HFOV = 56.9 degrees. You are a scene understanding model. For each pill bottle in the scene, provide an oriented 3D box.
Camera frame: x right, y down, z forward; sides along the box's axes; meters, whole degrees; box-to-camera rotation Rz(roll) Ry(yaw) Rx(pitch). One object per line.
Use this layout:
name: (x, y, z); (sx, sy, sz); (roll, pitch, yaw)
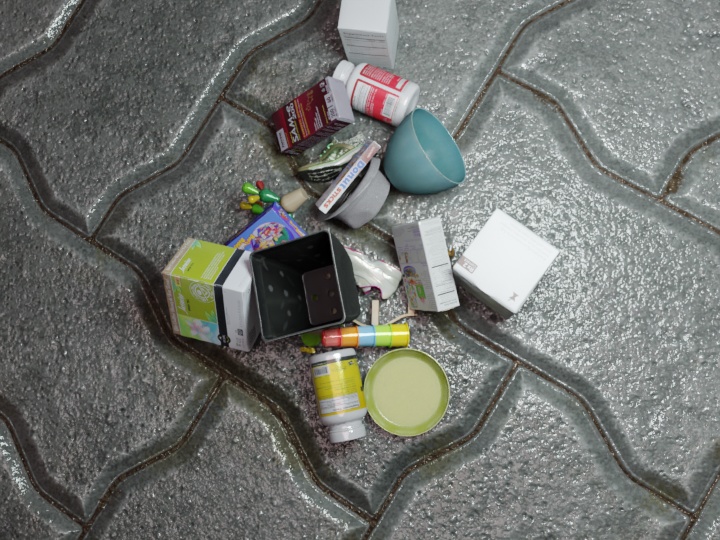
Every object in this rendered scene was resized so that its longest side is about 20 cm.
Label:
pill bottle: (0.033, -0.432, 1.609); (0.200, 0.112, 0.113); (26, 86, 10)
pill bottle: (-0.048, 0.286, 1.524); (0.112, 0.112, 0.201); (-12, 82, 5)

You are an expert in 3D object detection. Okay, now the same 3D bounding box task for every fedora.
fedora: (-0.002, -0.170, 1.574); (0.090, 0.177, 0.200); (39, 88, -19)

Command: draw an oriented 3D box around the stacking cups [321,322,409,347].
stacking cups: (0.010, 0.155, 1.536); (0.199, 0.061, 0.061); (-2, 82, -8)

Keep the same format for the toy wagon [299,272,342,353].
toy wagon: (-0.108, 0.097, 1.580); (0.155, 0.040, 0.201); (6, 86, 24)

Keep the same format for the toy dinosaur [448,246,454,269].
toy dinosaur: (0.179, -0.030, 1.536); (0.061, 0.106, 0.200); (-57, 43, 15)

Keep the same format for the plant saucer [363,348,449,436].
plant saucer: (0.108, 0.282, 1.546); (0.199, 0.031, 0.201); (-1, 83, 7)

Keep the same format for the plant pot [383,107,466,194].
plant pot: (0.133, -0.257, 1.550); (0.135, 0.200, 0.201); (-31, 78, 32)

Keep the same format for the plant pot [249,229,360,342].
plant pot: (-0.104, 0.044, 1.467); (0.199, 0.177, 0.200); (-15, 77, 20)

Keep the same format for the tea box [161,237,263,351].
tea box: (-0.328, 0.056, 1.530); (0.196, 0.200, 0.134); (13, 42, 10)

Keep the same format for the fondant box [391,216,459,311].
fondant box: (0.143, -0.012, 1.490); (0.058, 0.144, 0.201); (-14, 94, -21)

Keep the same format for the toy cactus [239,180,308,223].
toy cactus: (-0.195, -0.142, 1.600); (0.165, 0.102, 0.200); (-30, 94, 21)

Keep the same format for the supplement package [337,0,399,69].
supplement package: (0.023, -0.579, 1.585); (0.117, 0.200, 0.117); (8, 83, 8)

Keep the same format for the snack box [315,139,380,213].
snack box: (-0.031, -0.221, 1.552); (0.024, 0.072, 0.200); (39, 95, -16)

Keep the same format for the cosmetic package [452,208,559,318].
cosmetic package: (0.315, -0.009, 1.473); (0.165, 0.200, 0.165); (36, 88, 10)

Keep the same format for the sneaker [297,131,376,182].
sneaker: (-0.064, -0.282, 1.631); (0.199, 0.077, 0.089); (-19, 67, -1)

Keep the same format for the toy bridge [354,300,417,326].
toy bridge: (0.037, 0.104, 1.580); (0.199, 0.027, 0.067); (1, 83, 7)

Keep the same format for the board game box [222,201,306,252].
board game box: (-0.230, -0.049, 1.566); (0.200, 0.045, 0.135); (-36, 111, 20)

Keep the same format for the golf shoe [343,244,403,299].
golf shoe: (0.000, 0.000, 1.577); (0.199, 0.075, 0.092); (24, 89, 11)

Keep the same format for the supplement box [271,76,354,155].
supplement box: (-0.117, -0.369, 1.600); (0.200, 0.061, 0.109); (-23, 78, 36)
